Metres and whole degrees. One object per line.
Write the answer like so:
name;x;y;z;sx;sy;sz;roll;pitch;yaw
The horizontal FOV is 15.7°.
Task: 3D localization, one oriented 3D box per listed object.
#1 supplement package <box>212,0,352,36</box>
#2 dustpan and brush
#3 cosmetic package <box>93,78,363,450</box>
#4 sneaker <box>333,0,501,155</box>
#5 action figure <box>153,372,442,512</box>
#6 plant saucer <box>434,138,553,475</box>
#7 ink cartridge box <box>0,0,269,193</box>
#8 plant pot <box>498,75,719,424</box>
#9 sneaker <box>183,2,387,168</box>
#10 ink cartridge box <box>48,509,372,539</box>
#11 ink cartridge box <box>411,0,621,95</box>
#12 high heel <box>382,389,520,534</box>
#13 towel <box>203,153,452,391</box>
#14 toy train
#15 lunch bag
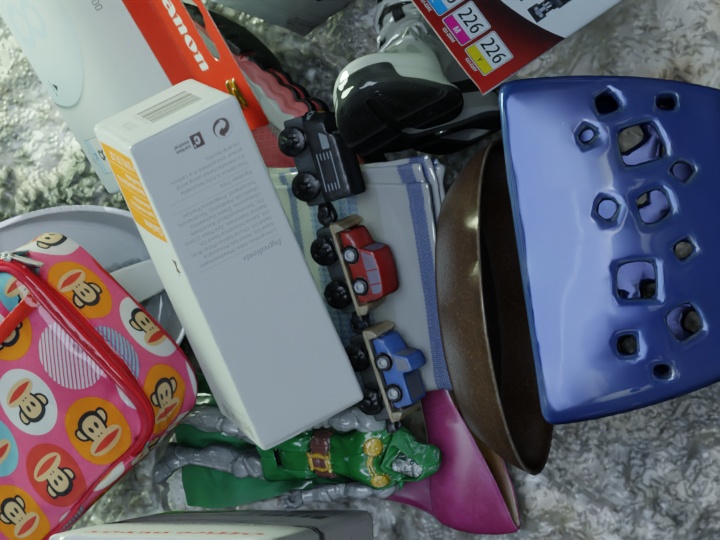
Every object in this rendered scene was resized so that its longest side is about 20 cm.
supplement package;-0.019;-0.266;1.586;0.200;0.191;0.147;-35;80;13
dustpan and brush;-0.137;0.005;1.684;0.200;0.057;0.140;-24;92;-15
cosmetic package;-0.078;-0.005;1.538;0.071;0.101;0.200;-27;106;-12
sneaker;0.019;-0.135;1.572;0.076;0.200;0.116;-26;79;19
action figure;-0.041;0.111;1.629;0.200;0.055;0.118;1;124;27
plant saucer;0.078;0.023;1.549;0.037;0.200;0.201;-7;87;15
ink cartridge box;-0.147;-0.135;1.610;0.047;0.200;0.160;-34;100;-23
plant pot;0.187;-0.021;1.526;0.179;0.200;0.201;-7;88;9
sneaker;-0.076;-0.093;1.663;0.200;0.074;0.087;43;102;12
ink cartridge box;-0.087;0.195;1.597;0.145;0.200;0.084;-1;89;17
ink cartridge box;0.079;-0.232;1.435;0.175;0.084;0.200;-35;114;12
high heel;0.069;0.064;1.617;0.096;0.067;0.201;14;98;26
towel;-0.025;0.004;1.613;0.200;0.024;0.147;-2;102;34
toy train;0.000;0.000;1.562;0.046;0.034;0.200;-14;96;25
lunch bag;-0.215;0.072;1.629;0.176;0.082;0.200;47;125;3
